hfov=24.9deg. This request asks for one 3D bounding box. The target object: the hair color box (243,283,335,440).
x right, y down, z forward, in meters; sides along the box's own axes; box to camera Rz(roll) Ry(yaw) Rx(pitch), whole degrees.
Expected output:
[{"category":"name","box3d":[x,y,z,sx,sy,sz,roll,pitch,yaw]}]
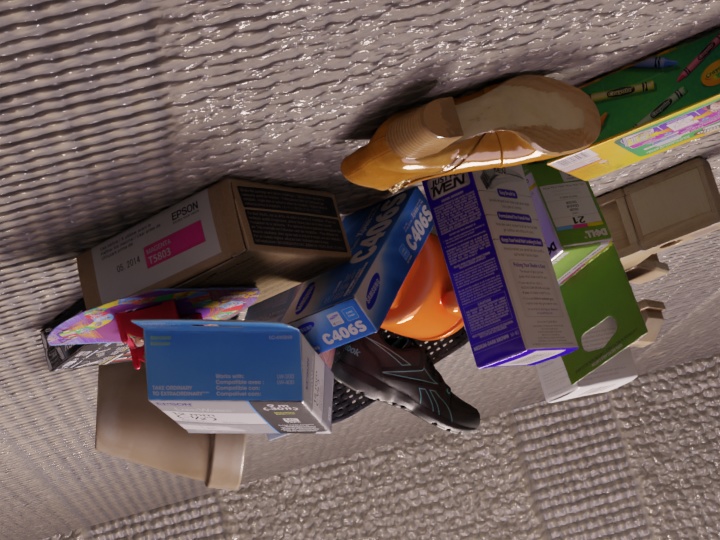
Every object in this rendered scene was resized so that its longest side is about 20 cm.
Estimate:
[{"category":"hair color box","box3d":[-0.076,0.079,1.710,0.060,0.099,0.200,-20,-158,14]}]

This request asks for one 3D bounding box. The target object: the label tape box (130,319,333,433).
[{"category":"label tape box","box3d":[-0.112,0.097,1.455,0.143,0.066,0.200,0,164,10]}]

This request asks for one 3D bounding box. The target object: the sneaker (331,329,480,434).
[{"category":"sneaker","box3d":[0.064,0.123,1.808,0.200,0.080,0.075,27,176,-32]}]

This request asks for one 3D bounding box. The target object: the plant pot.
[{"category":"plant pot","box3d":[-0.226,0.159,1.937,0.173,0.201,0.200,2,164,-8]}]

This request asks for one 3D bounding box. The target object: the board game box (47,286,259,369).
[{"category":"board game box","box3d":[-0.184,0.059,1.500,0.158,0.039,0.200,-26,164,39]}]

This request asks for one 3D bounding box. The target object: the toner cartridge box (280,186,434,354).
[{"category":"toner cartridge box","box3d":[0.000,0.000,1.559,0.095,0.043,0.200,-24,-158,32]}]

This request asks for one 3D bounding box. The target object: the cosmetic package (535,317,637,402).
[{"category":"cosmetic package","box3d":[0.254,0.052,1.989,0.101,0.201,0.074,-7,164,-34]}]

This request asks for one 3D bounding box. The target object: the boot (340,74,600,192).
[{"category":"boot","box3d":[0.093,-0.114,1.414,0.200,0.071,0.144,-5,169,-30]}]

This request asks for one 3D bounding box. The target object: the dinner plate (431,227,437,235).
[{"category":"dinner plate","box3d":[0.139,-0.038,1.869,0.199,0.024,0.200,-16,166,-4]}]

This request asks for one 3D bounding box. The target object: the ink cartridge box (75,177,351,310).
[{"category":"ink cartridge box","box3d":[-0.136,-0.012,1.518,0.200,0.075,0.165,-23,164,31]}]

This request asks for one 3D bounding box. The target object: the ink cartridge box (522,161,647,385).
[{"category":"ink cartridge box","box3d":[0.197,0.006,1.693,0.076,0.201,0.148,-7,158,-34]}]

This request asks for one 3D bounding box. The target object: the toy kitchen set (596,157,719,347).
[{"category":"toy kitchen set","box3d":[0.375,-0.015,1.942,0.180,0.164,0.200,-22,166,25]}]

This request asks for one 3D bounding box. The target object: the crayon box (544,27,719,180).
[{"category":"crayon box","box3d":[0.267,-0.148,1.476,0.199,0.058,0.119,-22,167,22]}]

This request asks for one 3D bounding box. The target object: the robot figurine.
[{"category":"robot figurine","box3d":[0.054,0.012,1.750,0.143,0.117,0.200,-16,162,24]}]

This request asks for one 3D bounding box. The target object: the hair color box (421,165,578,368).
[{"category":"hair color box","box3d":[0.134,-0.009,1.581,0.065,0.201,0.109,-22,166,32]}]

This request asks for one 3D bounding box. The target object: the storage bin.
[{"category":"storage bin","box3d":[0.009,0.087,1.902,0.200,0.094,0.135,-30,-170,-20]}]

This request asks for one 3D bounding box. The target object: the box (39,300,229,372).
[{"category":"box","box3d":[-0.224,0.048,1.721,0.157,0.050,0.200,-7,164,-38]}]
